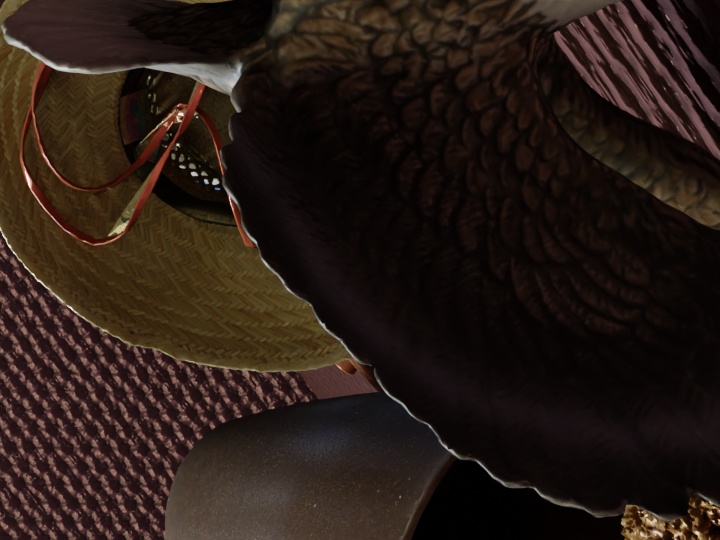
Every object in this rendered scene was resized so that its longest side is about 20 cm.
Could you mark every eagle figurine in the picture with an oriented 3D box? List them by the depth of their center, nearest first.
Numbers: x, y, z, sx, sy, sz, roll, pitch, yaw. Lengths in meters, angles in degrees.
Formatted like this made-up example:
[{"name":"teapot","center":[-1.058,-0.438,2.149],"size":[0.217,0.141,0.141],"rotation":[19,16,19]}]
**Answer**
[{"name":"eagle figurine","center":[0.031,-0.037,0.544],"size":[0.200,0.152,0.151],"rotation":[59,153,-9]}]

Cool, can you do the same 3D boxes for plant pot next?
[{"name":"plant pot","center":[0.006,0.132,1.120],"size":[0.200,0.187,0.187],"rotation":[12,145,44]}]

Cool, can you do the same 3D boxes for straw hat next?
[{"name":"straw hat","center":[-0.042,-0.063,0.909],"size":[0.201,0.201,0.085],"rotation":[53,-157,-6]}]

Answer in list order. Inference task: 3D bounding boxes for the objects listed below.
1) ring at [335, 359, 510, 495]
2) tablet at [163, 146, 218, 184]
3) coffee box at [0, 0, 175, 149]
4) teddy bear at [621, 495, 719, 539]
[{"name":"ring","center":[0.057,0.087,1.268],"size":[0.200,0.019,0.200],"rotation":[36,-172,-6]},{"name":"tablet","center":[0.000,0.000,1.042],"size":[0.200,0.014,0.130],"rotation":[22,165,3]},{"name":"coffee box","center":[-0.122,-0.054,1.196],"size":[0.114,0.080,0.200],"rotation":[19,168,40]},{"name":"teddy bear","center":[0.155,0.140,0.905],"size":[0.145,0.067,0.200],"rotation":[47,173,26]}]
